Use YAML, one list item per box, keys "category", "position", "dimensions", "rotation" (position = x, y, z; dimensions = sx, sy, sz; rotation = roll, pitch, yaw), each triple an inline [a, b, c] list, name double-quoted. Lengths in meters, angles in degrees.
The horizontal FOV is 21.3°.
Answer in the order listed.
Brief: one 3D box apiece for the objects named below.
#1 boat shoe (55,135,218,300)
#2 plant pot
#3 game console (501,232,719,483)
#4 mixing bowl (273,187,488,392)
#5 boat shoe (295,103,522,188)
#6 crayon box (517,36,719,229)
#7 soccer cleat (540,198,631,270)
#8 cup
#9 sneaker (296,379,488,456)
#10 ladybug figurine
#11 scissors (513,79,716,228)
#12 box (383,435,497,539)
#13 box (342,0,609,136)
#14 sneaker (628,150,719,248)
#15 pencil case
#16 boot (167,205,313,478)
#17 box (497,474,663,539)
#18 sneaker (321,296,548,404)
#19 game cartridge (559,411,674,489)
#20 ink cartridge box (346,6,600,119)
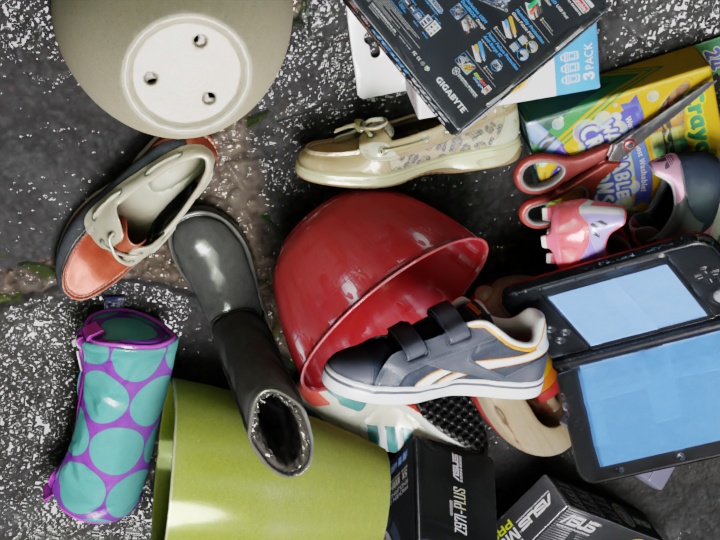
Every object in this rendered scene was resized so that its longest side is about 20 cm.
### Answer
- category: "boat shoe"
  position: [-0.194, -0.044, 1.639]
  dimensions: [0.071, 0.063, 0.200]
  rotation: [34, 109, -28]
- category: "plant pot"
  position: [-0.079, 0.196, 1.718]
  dimensions: [0.200, 0.187, 0.187]
  rotation: [5, 118, -10]
- category: "game console"
  position: [0.241, 0.077, 1.635]
  dimensions: [0.200, 0.119, 0.172]
  rotation: [-17, 139, 28]
- category: "mixing bowl"
  position: [0.000, 0.000, 1.649]
  dimensions: [0.200, 0.108, 0.200]
  rotation: [-34, 163, -12]
- category: "boat shoe"
  position: [0.040, -0.115, 1.642]
  dimensions: [0.200, 0.073, 0.063]
  rotation: [-10, 114, -14]
- category: "crayon box"
  position: [0.247, -0.117, 1.688]
  dimensions: [0.200, 0.052, 0.126]
  rotation: [-18, 121, -1]
- category: "soccer cleat"
  position: [0.211, 0.003, 1.691]
  dimensions: [0.076, 0.067, 0.200]
  rotation: [-3, 148, 17]
- category: "cup"
  position: [-0.144, -0.183, 1.522]
  dimensions: [0.200, 0.143, 0.200]
  rotation: [-5, 121, -8]
- category: "sneaker"
  position: [0.024, 0.139, 1.792]
  dimensions: [0.200, 0.070, 0.093]
  rotation: [27, 129, -26]
- category: "ladybug figurine"
  position: [0.144, 0.084, 1.753]
  dimensions: [0.136, 0.072, 0.200]
  rotation: [-50, 129, -29]
- category: "scissors"
  position: [0.224, -0.099, 1.657]
  dimensions: [0.200, 0.014, 0.073]
  rotation: [-24, 118, 3]
- category: "box"
  position: [0.042, 0.278, 1.775]
  dimensions: [0.086, 0.164, 0.200]
  rotation: [18, 137, -20]
- category: "box"
  position: [0.074, -0.233, 1.521]
  dimensions: [0.159, 0.046, 0.200]
  rotation: [-40, 92, -5]
- category: "sneaker"
  position: [0.268, -0.015, 1.687]
  dimensions: [0.082, 0.070, 0.200]
  rotation: [6, 114, -12]
- category: "pencil case"
  position: [-0.225, 0.129, 1.719]
  dimensions: [0.092, 0.085, 0.200]
  rotation: [6, 119, -15]
- category: "boot"
  position: [-0.103, 0.058, 1.633]
  dimensions: [0.073, 0.200, 0.182]
  rotation: [-25, 120, 7]
- category: "box"
  position: [0.185, 0.285, 1.861]
  dimensions: [0.160, 0.044, 0.200]
  rotation: [-46, 143, 14]
- category: "sneaker"
  position: [0.065, 0.064, 1.611]
  dimensions: [0.200, 0.078, 0.079]
  rotation: [-1, 115, -23]
- category: "game cartridge"
  position: [0.283, 0.090, 1.775]
  dimensions: [0.130, 0.038, 0.200]
  rotation: [34, 82, -22]
- category: "ink cartridge box"
  position: [0.094, -0.198, 1.601]
  dimensions: [0.200, 0.068, 0.115]
  rotation: [-10, 119, -4]
